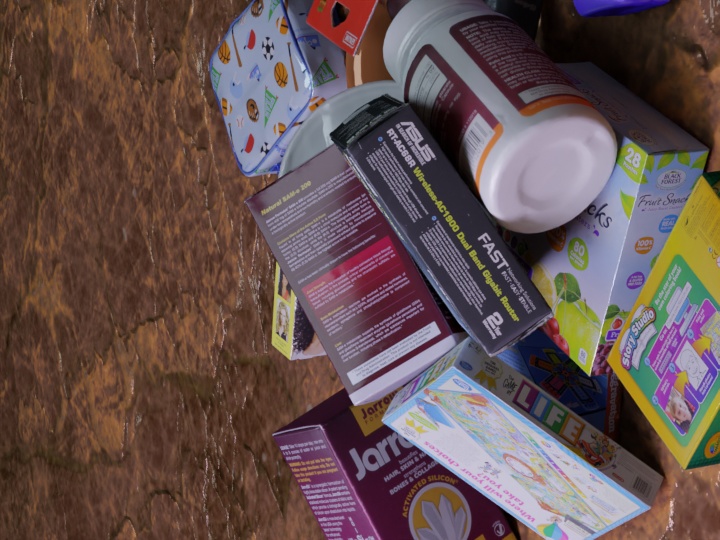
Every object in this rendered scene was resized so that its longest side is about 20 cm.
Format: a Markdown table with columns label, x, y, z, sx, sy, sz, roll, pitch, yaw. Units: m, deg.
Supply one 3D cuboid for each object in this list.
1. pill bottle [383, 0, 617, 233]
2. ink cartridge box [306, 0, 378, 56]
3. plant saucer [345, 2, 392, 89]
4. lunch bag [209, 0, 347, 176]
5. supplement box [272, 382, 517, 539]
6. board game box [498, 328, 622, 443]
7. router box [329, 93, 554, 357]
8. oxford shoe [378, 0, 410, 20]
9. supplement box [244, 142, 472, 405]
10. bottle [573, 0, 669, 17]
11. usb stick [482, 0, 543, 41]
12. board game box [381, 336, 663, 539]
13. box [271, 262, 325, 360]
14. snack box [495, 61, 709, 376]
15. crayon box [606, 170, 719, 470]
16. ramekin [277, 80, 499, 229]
| label | x | y | z | sx | sy | sz | roll | pitch | yaw |
| --- | --- | --- | --- | --- | --- | --- | --- | --- | --- |
| pill bottle | 0.102 | -0.130 | 1.503 | 0.200 | 0.114 | 0.114 | 55 | 140 | 42 |
| ink cartridge box | -0.010 | -0.296 | 1.752 | 0.174 | 0.044 | 0.200 | -65 | 19 | 9 |
| plant saucer | 0.040 | -0.185 | 1.805 | 0.200 | 0.037 | 0.200 | 20 | 113 | 58 |
| lunch bag | -0.079 | -0.189 | 1.975 | 0.200 | 0.075 | 0.160 | -47 | 58 | 52 |
| supplement box | 0.033 | 0.200 | 1.756 | 0.200 | 0.131 | 0.103 | 62 | 151 | -6 |
| board game box | 0.158 | 0.098 | 1.681 | 0.200 | 0.019 | 0.103 | 27 | 121 | 55 |
| router box | 0.059 | -0.038 | 1.504 | 0.200 | 0.062 | 0.150 | 55 | 179 | -10 |
| oxford shoe | 0.089 | -0.275 | 1.668 | 0.073 | 0.071 | 0.200 | 60 | 138 | 18 |
| supplement box | 0.000 | 0.000 | 1.625 | 0.109 | 0.061 | 0.200 | -31 | 81 | 18 |
| bottle | 0.191 | -0.298 | 1.487 | 0.083 | 0.065 | 0.200 | -8 | 90 | 60 |
| usb stick | 0.114 | -0.159 | 1.615 | 0.033 | 0.055 | 0.200 | 8 | 86 | 66 |
| board game box | 0.131 | 0.147 | 1.594 | 0.200 | 0.034 | 0.134 | 36 | 145 | -8 |
| box | -0.043 | -0.013 | 1.952 | 0.050 | 0.075 | 0.200 | 34 | 126 | 55 |
| snack box | 0.184 | -0.044 | 1.555 | 0.169 | 0.068 | 0.200 | 45 | 132 | 48 |
| crayon box | 0.267 | 0.037 | 1.438 | 0.119 | 0.058 | 0.200 | 58 | 142 | 36 |
| ramekin | 0.034 | -0.064 | 1.701 | 0.094 | 0.202 | 0.203 | 5 | -105 | -76 |
